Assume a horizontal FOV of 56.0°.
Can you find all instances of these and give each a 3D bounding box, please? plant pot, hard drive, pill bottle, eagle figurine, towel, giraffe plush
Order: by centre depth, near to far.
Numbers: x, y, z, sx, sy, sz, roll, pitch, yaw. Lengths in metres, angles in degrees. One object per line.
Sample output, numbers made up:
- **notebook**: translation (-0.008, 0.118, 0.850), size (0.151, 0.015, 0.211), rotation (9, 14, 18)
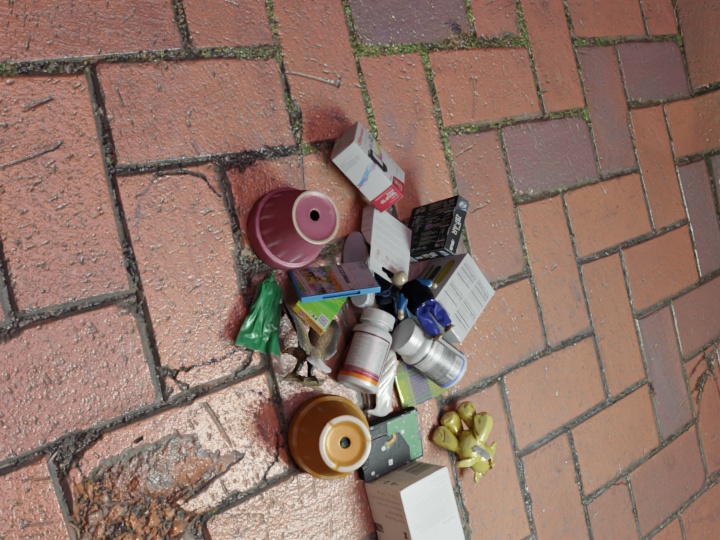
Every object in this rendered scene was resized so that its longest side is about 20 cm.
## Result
- **plant pot**: translation (-0.058, 0.399, 1.595), size (0.197, 0.183, 0.203), rotation (2, 83, -16)
- **plant pot**: translation (-0.149, -0.111, 1.627), size (0.198, 0.178, 0.203), rotation (5, 80, -33)
- **eagle figurine**: translation (-0.130, 0.175, 1.634), size (0.149, 0.152, 0.203), rotation (6, 70, 7)
- **pill bottle**: translation (0.019, 0.206, 1.747), size (0.109, 0.109, 0.202), rotation (29, 68, -28)
- **hard drive**: translation (0.075, 0.454, 1.785), size (0.198, 0.038, 0.142), rotation (-14, 102, -32)
- **pill bottle**: translation (0.180, 0.218, 1.801), size (0.199, 0.113, 0.115), rotation (37, 65, -24)
- **towel**: translation (0.173, 0.294, 1.896), size (0.198, 0.023, 0.146), rotation (-19, 96, -34)
- **giraffe plush**: translation (0.319, 0.496, 1.900), size (0.172, 0.200, 0.163), rotation (-34, 132, -1)

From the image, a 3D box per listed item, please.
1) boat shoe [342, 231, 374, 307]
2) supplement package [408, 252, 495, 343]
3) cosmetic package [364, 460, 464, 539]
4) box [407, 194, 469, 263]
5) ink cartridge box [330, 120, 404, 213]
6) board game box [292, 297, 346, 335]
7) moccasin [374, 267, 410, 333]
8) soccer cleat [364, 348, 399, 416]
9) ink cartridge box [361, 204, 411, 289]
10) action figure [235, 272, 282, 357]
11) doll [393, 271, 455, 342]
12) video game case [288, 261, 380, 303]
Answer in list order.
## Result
- **boat shoe**: translation (0.000, 0.000, 1.794), size (0.065, 0.073, 0.203), rotation (17, 68, -60)
- **supplement package**: translation (0.240, 0.080, 1.888), size (0.151, 0.151, 0.200), rotation (51, 59, -19)
- **cosmetic package**: translation (0.138, 0.620, 1.744), size (0.164, 0.164, 0.203), rotation (-15, 92, -34)
- **box**: translation (0.199, -0.110, 1.856), size (0.043, 0.199, 0.162), rotation (28, 68, -28)
- **ink cartridge box**: translation (0.023, -0.274, 1.788), size (0.200, 0.082, 0.146), rotation (45, 27, -22)
- **board game box**: translation (-0.093, 0.072, 1.680), size (0.096, 0.030, 0.200), rotation (44, 34, -6)
- **moccasin**: translation (0.077, 0.075, 1.820), size (0.068, 0.080, 0.202), rotation (-33, 102, -38)
- **soccer cleat**: translation (0.054, 0.283, 1.790), size (0.077, 0.069, 0.203), rotation (9, 82, -29)
- **ink cartridge box**: translation (0.067, -0.056, 1.810), size (0.162, 0.057, 0.202), rotation (32, 55, -38)
- **action figure**: translation (-0.230, 0.099, 1.623), size (0.117, 0.054, 0.203), rotation (22, 66, -29)
- **doll**: translation (0.151, 0.086, 1.734), size (0.136, 0.049, 0.201), rotation (-35, 82, -13)
- **video game case**: translation (-0.066, 0.026, 1.665), size (0.197, 0.143, 0.018), rotation (-7, 120, -16)
